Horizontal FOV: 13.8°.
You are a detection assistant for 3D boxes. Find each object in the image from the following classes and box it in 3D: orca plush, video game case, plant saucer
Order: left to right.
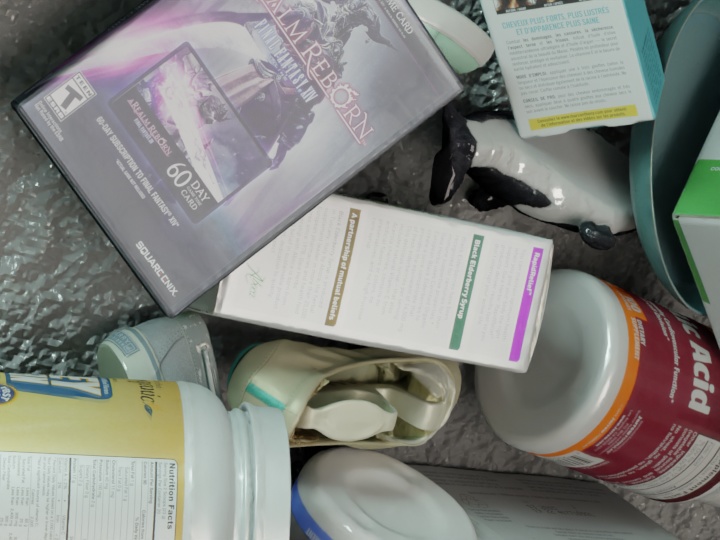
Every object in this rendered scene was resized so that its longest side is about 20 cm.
[{"bbox_3d":[-0.061,-0.091,1.540,0.200,0.019,0.143,-38,112,-7],"label":"video game case"},{"bbox_3d":[0.092,-0.044,1.736,0.071,0.105,0.200,-34,165,31],"label":"orca plush"},{"bbox_3d":[0.209,-0.073,1.796,0.200,0.027,0.201,-13,105,-57],"label":"plant saucer"}]

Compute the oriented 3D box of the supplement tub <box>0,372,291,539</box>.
[{"bbox_3d":[-0.144,0.127,1.551,0.200,0.145,0.145,3,113,-11],"label":"supplement tub"}]

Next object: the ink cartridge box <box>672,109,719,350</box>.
[{"bbox_3d":[0.273,-0.054,1.798,0.200,0.083,0.147,-63,143,-34],"label":"ink cartridge box"}]

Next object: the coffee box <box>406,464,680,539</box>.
[{"bbox_3d":[0.108,0.254,1.816,0.199,0.200,0.198,9,108,-40],"label":"coffee box"}]

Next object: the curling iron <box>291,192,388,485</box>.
[{"bbox_3d":[-0.004,0.051,1.741,0.050,0.026,0.200,-3,114,-38],"label":"curling iron"}]

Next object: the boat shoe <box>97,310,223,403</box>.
[{"bbox_3d":[-0.090,0.113,1.677,0.071,0.070,0.201,-24,122,-19],"label":"boat shoe"}]

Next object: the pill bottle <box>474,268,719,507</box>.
[{"bbox_3d":[0.175,0.079,1.835,0.200,0.114,0.114,22,98,-43],"label":"pill bottle"}]

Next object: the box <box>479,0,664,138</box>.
[{"bbox_3d":[0.106,-0.174,1.653,0.049,0.082,0.200,-69,147,-54],"label":"box"}]

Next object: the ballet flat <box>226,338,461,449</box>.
[{"bbox_3d":[0.007,0.076,1.693,0.200,0.069,0.070,1,112,-49],"label":"ballet flat"}]

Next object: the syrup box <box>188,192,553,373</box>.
[{"bbox_3d":[0.000,0.000,1.646,0.200,0.079,0.082,12,91,-28],"label":"syrup box"}]

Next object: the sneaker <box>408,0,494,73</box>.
[{"bbox_3d":[-0.026,-0.110,1.606,0.200,0.074,0.118,16,96,-32],"label":"sneaker"}]

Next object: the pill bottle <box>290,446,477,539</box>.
[{"bbox_3d":[-0.024,0.213,1.736,0.114,0.114,0.200,8,121,-40],"label":"pill bottle"}]
